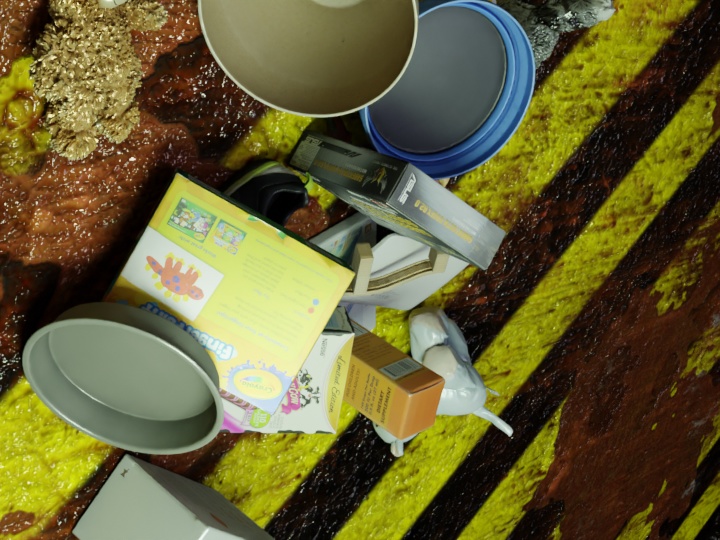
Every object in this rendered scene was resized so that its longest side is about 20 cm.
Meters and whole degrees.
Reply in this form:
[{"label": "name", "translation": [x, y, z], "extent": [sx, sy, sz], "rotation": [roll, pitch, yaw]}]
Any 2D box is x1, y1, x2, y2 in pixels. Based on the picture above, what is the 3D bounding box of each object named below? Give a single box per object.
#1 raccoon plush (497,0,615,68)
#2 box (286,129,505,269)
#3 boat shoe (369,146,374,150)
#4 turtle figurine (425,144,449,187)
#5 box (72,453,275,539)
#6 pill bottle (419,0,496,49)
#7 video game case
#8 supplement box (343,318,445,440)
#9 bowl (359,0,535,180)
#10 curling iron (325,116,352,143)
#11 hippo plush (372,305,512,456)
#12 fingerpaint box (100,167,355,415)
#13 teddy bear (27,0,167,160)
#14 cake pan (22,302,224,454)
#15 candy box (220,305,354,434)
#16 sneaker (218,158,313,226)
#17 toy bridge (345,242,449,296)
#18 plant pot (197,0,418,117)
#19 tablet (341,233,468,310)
[{"label": "raccoon plush", "translation": [0.208, -0.248, 1.418], "extent": [0.134, 0.200, 0.097], "rotation": [64, 30, -52]}, {"label": "box", "translation": [0.035, -0.078, 1.261], "extent": [0.158, 0.200, 0.048], "rotation": [32, 87, -38]}, {"label": "boat shoe", "translation": [0.030, -0.143, 1.375], "extent": [0.063, 0.073, 0.200], "rotation": [-10, 140, -5]}, {"label": "turtle figurine", "translation": [0.099, -0.131, 1.421], "extent": [0.200, 0.064, 0.161], "rotation": [66, 38, -54]}, {"label": "box", "translation": [-0.195, 0.312, 1.341], "extent": [0.106, 0.152, 0.200], "rotation": [-55, 145, -4]}, {"label": "pill bottle", "translation": [0.094, -0.280, 1.296], "extent": [0.109, 0.109, 0.200], "rotation": [-35, 139, -31]}, {"label": "video game case", "translation": [-0.055, 0.041, 1.428], "extent": [0.200, 0.022, 0.183], "rotation": [-31, 137, -34]}, {"label": "supplement box", "translation": [-0.001, 0.111, 1.353], "extent": [0.069, 0.200, 0.067], "rotation": [-16, 128, -43]}, {"label": "bowl", "translation": [0.088, -0.193, 1.248], "extent": [0.200, 0.039, 0.201], "rotation": [-13, 124, -20]}, {"label": "curling iron", "translation": [-0.017, -0.159, 1.321], "extent": [0.050, 0.026, 0.200], "rotation": [-44, 143, -25]}, {"label": "hippo plush", "translation": [0.076, 0.154, 1.613], "extent": [0.161, 0.159, 0.200], "rotation": [-31, 131, 12]}, {"label": "fingerpaint box", "translation": [-0.134, 0.020, 1.168], "extent": [0.200, 0.073, 0.167], "rotation": [28, 94, -13]}, {"label": "teddy bear", "translation": [-0.222, -0.186, 1.004], "extent": [0.145, 0.067, 0.200], "rotation": [-11, 124, -51]}, {"label": "cake pan", "translation": [-0.222, 0.103, 1.135], "extent": [0.200, 0.200, 0.037], "rotation": [80, 19, -44]}, {"label": "candy box", "translation": [-0.116, 0.106, 1.278], "extent": [0.200, 0.061, 0.137], "rotation": [2, 119, -15]}, {"label": "sneaker", "translation": [-0.128, -0.037, 1.222], "extent": [0.200, 0.083, 0.072], "rotation": [-50, 144, -13]}, {"label": "toy bridge", "translation": [0.000, 0.000, 1.352], "extent": [0.200, 0.027, 0.067], "rotation": [-5, 139, -15]}, {"label": "plant pot", "translation": [-0.037, -0.264, 1.102], "extent": [0.135, 0.200, 0.201], "rotation": [-75, 168, -51]}, {"label": "tablet", "translation": [0.049, 0.006, 1.453], "extent": [0.130, 0.014, 0.200], "rotation": [-40, 154, 25]}]
